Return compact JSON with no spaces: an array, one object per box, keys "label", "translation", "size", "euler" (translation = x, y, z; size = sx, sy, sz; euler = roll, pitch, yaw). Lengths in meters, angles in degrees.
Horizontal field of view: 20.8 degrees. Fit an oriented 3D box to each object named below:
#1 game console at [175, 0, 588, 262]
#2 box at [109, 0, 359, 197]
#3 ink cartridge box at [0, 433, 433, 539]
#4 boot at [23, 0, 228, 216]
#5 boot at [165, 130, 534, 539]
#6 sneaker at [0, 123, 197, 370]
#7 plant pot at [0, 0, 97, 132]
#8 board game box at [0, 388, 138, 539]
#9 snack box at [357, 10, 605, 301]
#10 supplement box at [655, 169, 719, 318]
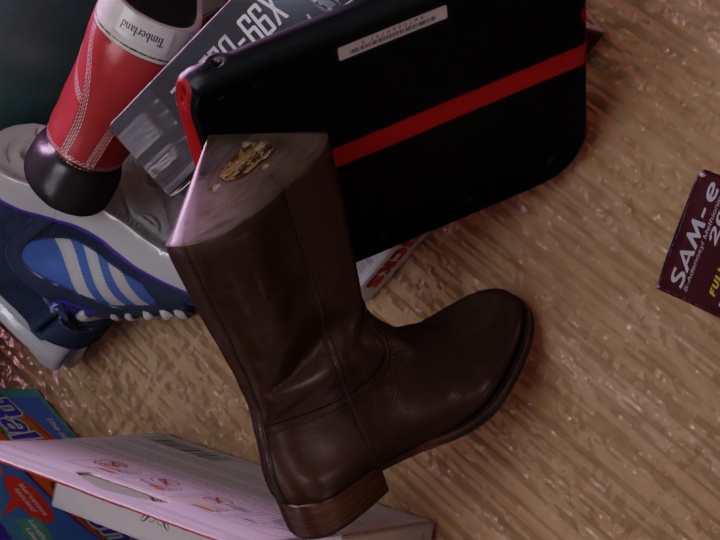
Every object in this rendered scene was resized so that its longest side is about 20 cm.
[{"label":"game console","translation":[0.017,-0.074,0.929],"size":[0.198,0.178,0.031],"euler":[-23,56,-8]},{"label":"box","translation":[-0.024,-0.129,0.984],"size":[0.050,0.200,0.158],"euler":[47,115,-2]},{"label":"ink cartridge box","translation":[-0.088,0.130,1.029],"size":[0.199,0.173,0.044],"euler":[14,96,35]},{"label":"boot","translation":[-0.132,-0.111,1.081],"size":[0.072,0.200,0.145],"euler":[27,115,-7]},{"label":"boot","translation":[0.000,0.000,0.924],"size":[0.064,0.186,0.201],"euler":[13,135,41]},{"label":"sneaker","translation":[-0.137,0.008,1.144],"size":[0.198,0.081,0.147],"euler":[22,134,8]},{"label":"plant pot","translation":[-0.245,-0.154,1.165],"size":[0.199,0.160,0.203],"euler":[-3,85,35]},{"label":"board game box","translation":[-0.221,0.129,1.108],"size":[0.152,0.199,0.045],"euler":[43,110,28]},{"label":"snack box","translation":[0.040,-0.078,1.041],"size":[0.200,0.024,0.072],"euler":[-49,61,23]},{"label":"supplement box","translation":[0.240,0.022,0.843],"size":[0.199,0.108,0.061],"euler":[28,103,34]}]
